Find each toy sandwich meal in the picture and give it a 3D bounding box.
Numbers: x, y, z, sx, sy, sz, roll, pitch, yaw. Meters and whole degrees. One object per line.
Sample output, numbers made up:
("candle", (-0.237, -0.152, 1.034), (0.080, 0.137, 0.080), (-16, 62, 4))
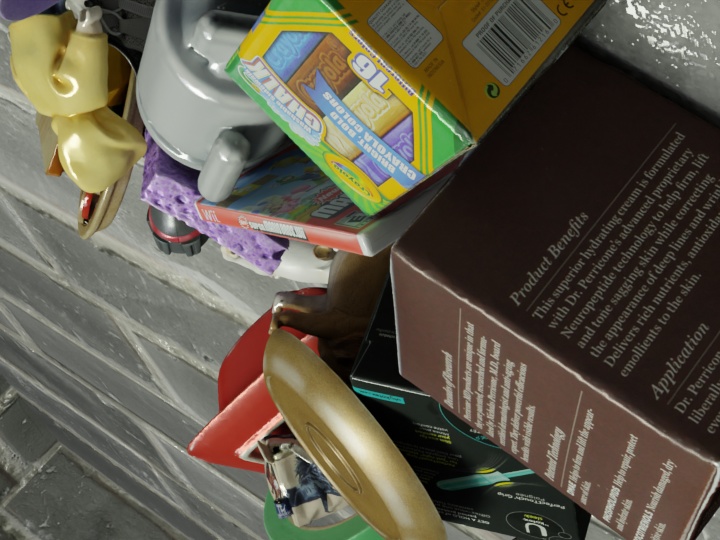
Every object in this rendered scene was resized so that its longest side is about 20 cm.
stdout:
("toy sandwich meal", (-0.228, -0.126, 1.124), (0.070, 0.207, 0.205), (13, 168, -19))

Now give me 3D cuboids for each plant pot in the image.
("plant pot", (-0.012, 0.130, 0.982), (0.200, 0.027, 0.200), (49, 166, 17))

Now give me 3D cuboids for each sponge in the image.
("sponge", (-0.112, -0.074, 1.030), (0.111, 0.030, 0.200), (30, -161, -19))

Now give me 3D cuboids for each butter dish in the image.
("butter dish", (-0.042, 0.082, 1.205), (0.199, 0.200, 0.148), (21, -144, -43))

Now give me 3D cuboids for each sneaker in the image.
("sneaker", (-0.171, -0.203, 0.987), (0.075, 0.082, 0.201), (15, 145, 51))

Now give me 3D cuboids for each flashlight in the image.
("flashlight", (-0.178, -0.086, 1.259), (0.068, 0.068, 0.200), (37, 160, 17))

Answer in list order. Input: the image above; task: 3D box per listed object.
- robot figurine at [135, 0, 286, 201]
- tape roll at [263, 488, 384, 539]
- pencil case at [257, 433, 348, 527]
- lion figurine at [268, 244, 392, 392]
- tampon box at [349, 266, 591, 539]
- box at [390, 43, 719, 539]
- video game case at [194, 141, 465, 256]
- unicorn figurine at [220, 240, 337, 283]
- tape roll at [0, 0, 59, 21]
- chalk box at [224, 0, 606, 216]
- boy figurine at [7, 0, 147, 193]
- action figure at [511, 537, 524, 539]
("robot figurine", (-0.087, -0.134, 0.889), (0.112, 0.171, 0.200), (10, 162, -13))
("tape roll", (-0.002, 0.212, 1.338), (0.200, 0.201, 0.048), (10, 144, 55))
("pencil case", (0.016, 0.143, 1.121), (0.090, 0.199, 0.078), (73, 175, -59))
("lion figurine", (0.000, 0.000, 1.026), (0.122, 0.201, 0.073), (10, -162, -4))
("tampon box", (0.096, 0.089, 0.966), (0.149, 0.127, 0.201), (10, 148, 20))
("box", (0.143, 0.021, 0.738), (0.199, 0.166, 0.165), (35, 159, 21))
("video game case", (-0.003, -0.062, 0.877), (0.199, 0.143, 0.018), (12, 130, 53))
("unicorn figurine", (-0.059, -0.020, 1.145), (0.199, 0.074, 0.137), (25, 173, 21))
("tape roll", (-0.153, -0.235, 0.723), (0.085, 0.200, 0.200), (44, 160, -4))
("chalk box", (0.017, -0.123, 0.744), (0.124, 0.125, 0.200), (45, 158, -7))
("boy figurine", (-0.209, -0.155, 0.955), (0.124, 0.064, 0.201), (-9, 108, 52))
("action figure", (0.141, 0.192, 1.181), (0.119, 0.102, 0.200), (47, 164, 23))
